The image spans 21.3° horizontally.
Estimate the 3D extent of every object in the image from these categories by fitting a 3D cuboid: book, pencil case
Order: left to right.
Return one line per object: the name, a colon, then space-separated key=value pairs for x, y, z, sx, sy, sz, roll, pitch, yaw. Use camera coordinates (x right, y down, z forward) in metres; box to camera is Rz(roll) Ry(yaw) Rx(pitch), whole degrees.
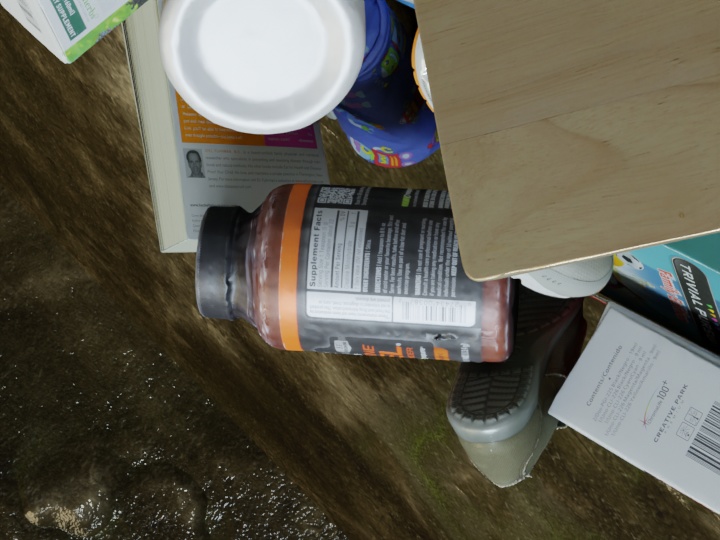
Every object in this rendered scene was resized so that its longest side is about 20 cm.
book: x=-0.087 y=-0.114 z=1.296 sx=0.048 sy=0.133 sz=0.201 roll=-22 pitch=74 yaw=47
pencil case: x=0.004 y=-0.136 z=1.327 sx=0.087 sy=0.078 sz=0.200 roll=24 pitch=172 yaw=20

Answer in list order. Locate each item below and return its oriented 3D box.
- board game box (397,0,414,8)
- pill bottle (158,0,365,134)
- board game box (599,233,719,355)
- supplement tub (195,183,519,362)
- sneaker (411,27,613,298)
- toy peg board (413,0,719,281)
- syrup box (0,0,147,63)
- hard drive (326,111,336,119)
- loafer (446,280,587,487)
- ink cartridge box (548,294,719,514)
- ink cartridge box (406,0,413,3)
board game box: x=0.058 y=-0.207 z=1.154 sx=0.200 sy=0.040 sz=0.153 roll=32 pitch=159 yaw=43
pill bottle: x=-0.055 y=-0.174 z=1.112 sx=0.115 sy=0.114 sz=0.200 roll=55 pitch=-163 yaw=-28
board game box: x=0.169 y=-0.022 z=1.197 sx=0.199 sy=0.047 sz=0.151 roll=29 pitch=167 yaw=30
supplement tub: x=0.000 y=0.000 z=1.199 sx=0.199 sy=0.108 sz=0.107 roll=3 pitch=154 yaw=8
sneaker: x=0.105 y=-0.063 z=1.062 sx=0.092 sy=0.076 sz=0.201 roll=3 pitch=134 yaw=45
toy peg board: x=0.138 y=-0.112 z=0.895 sx=0.098 sy=0.199 sz=0.200 roll=-4 pitch=-97 yaw=-62
syrup box: x=-0.145 y=-0.234 z=1.219 sx=0.081 sy=0.200 sz=0.079 roll=41 pitch=164 yaw=31
hard drive: x=-0.077 y=-0.219 z=1.442 sx=0.200 sy=0.033 sz=0.140 roll=57 pitch=176 yaw=-37
loafer: x=0.103 y=0.069 z=1.250 sx=0.075 sy=0.200 sz=0.070 roll=0 pitch=119 yaw=23
ink cartridge box: x=0.209 y=0.091 z=1.250 sx=0.175 sy=0.084 sz=0.200 roll=30 pitch=-177 yaw=29
ink cartridge box: x=0.091 y=-0.167 z=1.033 sx=0.199 sy=0.045 sz=0.176 roll=21 pitch=174 yaw=12
